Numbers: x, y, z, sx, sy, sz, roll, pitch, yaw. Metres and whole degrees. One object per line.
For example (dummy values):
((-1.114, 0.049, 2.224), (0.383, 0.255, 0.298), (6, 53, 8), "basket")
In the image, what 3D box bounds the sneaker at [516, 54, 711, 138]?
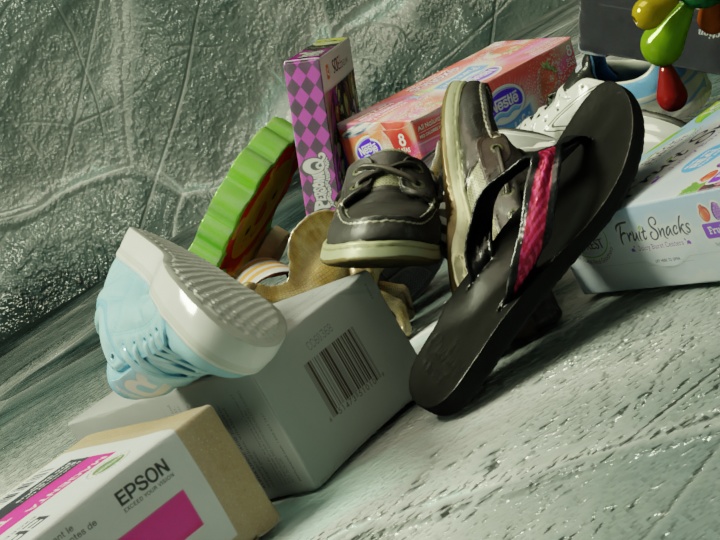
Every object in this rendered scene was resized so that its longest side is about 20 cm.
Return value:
((0.156, -0.114, 1.102), (0.199, 0.073, 0.072), (-27, 10, 30), "sneaker")

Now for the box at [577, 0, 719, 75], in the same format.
((0.246, -0.231, 0.945), (0.195, 0.202, 0.117), (17, 35, 32), "box")

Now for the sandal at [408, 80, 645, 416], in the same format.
((0.081, -0.018, 0.790), (0.201, 0.045, 0.075), (-56, 23, -4), "sandal")

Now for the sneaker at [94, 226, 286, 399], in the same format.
((-0.095, 0.038, 0.797), (0.083, 0.073, 0.200), (-66, 20, 3), "sneaker")

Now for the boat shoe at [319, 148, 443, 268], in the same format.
((0.014, -0.039, 0.907), (0.071, 0.067, 0.201), (1, 6, 4), "boat shoe")

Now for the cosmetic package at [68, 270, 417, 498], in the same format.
((-0.070, 0.079, 0.890), (0.113, 0.082, 0.199), (-37, 10, -39), "cosmetic package")

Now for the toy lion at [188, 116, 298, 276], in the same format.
((-0.110, -0.027, 1.271), (0.201, 0.068, 0.192), (-57, -6, -29), "toy lion")

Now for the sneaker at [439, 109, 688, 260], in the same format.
((0.128, -0.031, 0.956), (0.199, 0.076, 0.116), (-2, 55, 43), "sneaker")

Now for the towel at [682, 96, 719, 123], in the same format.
((0.192, -0.077, 1.080), (0.199, 0.023, 0.144), (-32, 8, -8), "towel")

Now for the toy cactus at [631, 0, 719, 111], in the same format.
((0.222, -0.177, 0.856), (0.101, 0.167, 0.199), (-19, 2, -30), "toy cactus")

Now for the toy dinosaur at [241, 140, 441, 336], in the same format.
((0.000, 0.000, 1.018), (0.199, 0.102, 0.058), (-33, 10, -10), "toy dinosaur")

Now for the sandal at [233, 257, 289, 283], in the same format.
((-0.086, 0.027, 1.251), (0.079, 0.059, 0.207), (-50, 8, -7), "sandal")

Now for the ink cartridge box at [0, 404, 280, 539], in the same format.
((-0.163, 0.157, 0.773), (0.199, 0.076, 0.164), (-36, 9, -34), "ink cartridge box")

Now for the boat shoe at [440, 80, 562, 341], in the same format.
((0.084, -0.036, 0.899), (0.064, 0.074, 0.202), (-10, 51, 10), "boat shoe")

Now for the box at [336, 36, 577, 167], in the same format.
((0.090, -0.110, 1.241), (0.199, 0.104, 0.094), (-30, 20, -36), "box")

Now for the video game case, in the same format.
((-0.021, -0.088, 1.283), (0.035, 0.203, 0.181), (-6, 12, 9), "video game case")

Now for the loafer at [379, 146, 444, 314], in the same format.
((0.026, -0.025, 1.089), (0.200, 0.072, 0.063), (-43, 18, -11), "loafer")

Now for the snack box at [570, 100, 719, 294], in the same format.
((0.203, -0.049, 0.779), (0.141, 0.053, 0.200), (-33, 8, -20), "snack box")
